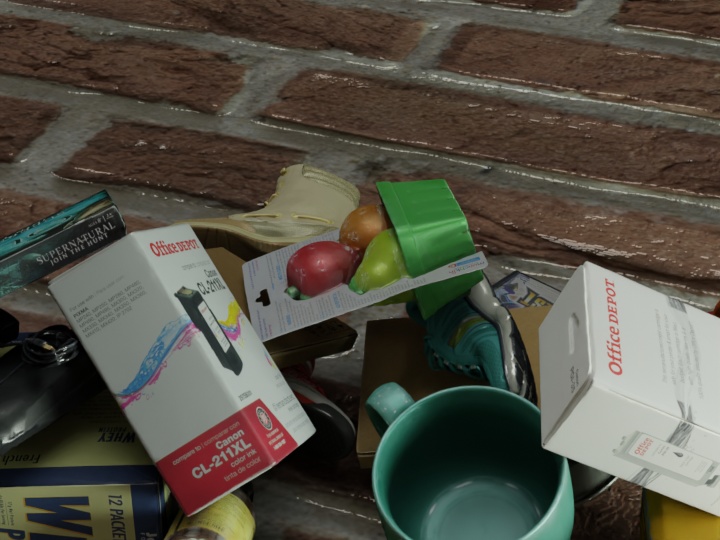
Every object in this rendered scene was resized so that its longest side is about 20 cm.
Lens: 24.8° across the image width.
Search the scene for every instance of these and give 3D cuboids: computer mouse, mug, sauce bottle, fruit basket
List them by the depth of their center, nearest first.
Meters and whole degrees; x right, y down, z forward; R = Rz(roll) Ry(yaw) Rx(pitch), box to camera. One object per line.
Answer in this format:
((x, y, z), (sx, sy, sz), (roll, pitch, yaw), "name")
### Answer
((-0.273, 0.046, 1.240), (0.059, 0.034, 0.200), (-21, 17, -39), "computer mouse")
((-0.114, 0.202, 1.278), (0.065, 0.065, 0.200), (3, 12, 4), "sauce bottle")
((0.090, 0.172, 1.294), (0.152, 0.114, 0.185), (-11, 50, 5), "mug")
((0.000, 0.000, 1.393), (0.200, 0.094, 0.185), (-25, 22, 1), "fruit basket")

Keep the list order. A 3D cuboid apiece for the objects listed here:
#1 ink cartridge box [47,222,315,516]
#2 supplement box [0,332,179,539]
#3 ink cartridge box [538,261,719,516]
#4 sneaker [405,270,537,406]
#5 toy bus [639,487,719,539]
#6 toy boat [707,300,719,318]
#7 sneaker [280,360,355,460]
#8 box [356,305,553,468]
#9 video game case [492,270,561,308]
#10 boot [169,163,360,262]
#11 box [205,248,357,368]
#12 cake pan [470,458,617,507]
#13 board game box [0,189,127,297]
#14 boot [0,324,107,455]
((-0.132, 0.069, 1.243), (0.083, 0.200, 0.146), (-32, -2, 12), "ink cartridge box")
((-0.248, 0.160, 1.325), (0.200, 0.134, 0.200), (-2, 34, -2), "supplement box")
((0.242, 0.097, 1.273), (0.200, 0.083, 0.147), (22, 37, -12), "ink cartridge box")
((0.095, 0.067, 1.390), (0.080, 0.078, 0.200), (-24, 31, -3), "sneaker")
((0.253, 0.244, 1.244), (0.065, 0.078, 0.200), (2, 34, 3), "toy bus")
((0.330, 0.078, 1.447), (0.130, 0.131, 0.200), (17, 37, 24), "toy boat")
((-0.061, 0.101, 1.456), (0.201, 0.067, 0.108), (12, 34, 38), "sneaker")
((0.099, 0.097, 1.419), (0.200, 0.021, 0.164), (-5, 42, 10), "box")
((0.166, 0.080, 1.539), (0.200, 0.026, 0.181), (28, 43, 35), "video game case")
((-0.099, -0.051, 1.696), (0.200, 0.073, 0.156), (2, 34, 1), "boot")
((-0.111, 0.032, 1.433), (0.163, 0.021, 0.200), (31, 16, 20), "box")
((0.142, 0.126, 1.423), (0.200, 0.037, 0.200), (-7, 42, 7), "cake pan")
((-0.275, -0.003, 1.250), (0.200, 0.028, 0.135), (-27, 13, -8), "board game box")
((-0.300, 0.096, 1.240), (0.165, 0.066, 0.200), (14, 36, 27), "boot")
